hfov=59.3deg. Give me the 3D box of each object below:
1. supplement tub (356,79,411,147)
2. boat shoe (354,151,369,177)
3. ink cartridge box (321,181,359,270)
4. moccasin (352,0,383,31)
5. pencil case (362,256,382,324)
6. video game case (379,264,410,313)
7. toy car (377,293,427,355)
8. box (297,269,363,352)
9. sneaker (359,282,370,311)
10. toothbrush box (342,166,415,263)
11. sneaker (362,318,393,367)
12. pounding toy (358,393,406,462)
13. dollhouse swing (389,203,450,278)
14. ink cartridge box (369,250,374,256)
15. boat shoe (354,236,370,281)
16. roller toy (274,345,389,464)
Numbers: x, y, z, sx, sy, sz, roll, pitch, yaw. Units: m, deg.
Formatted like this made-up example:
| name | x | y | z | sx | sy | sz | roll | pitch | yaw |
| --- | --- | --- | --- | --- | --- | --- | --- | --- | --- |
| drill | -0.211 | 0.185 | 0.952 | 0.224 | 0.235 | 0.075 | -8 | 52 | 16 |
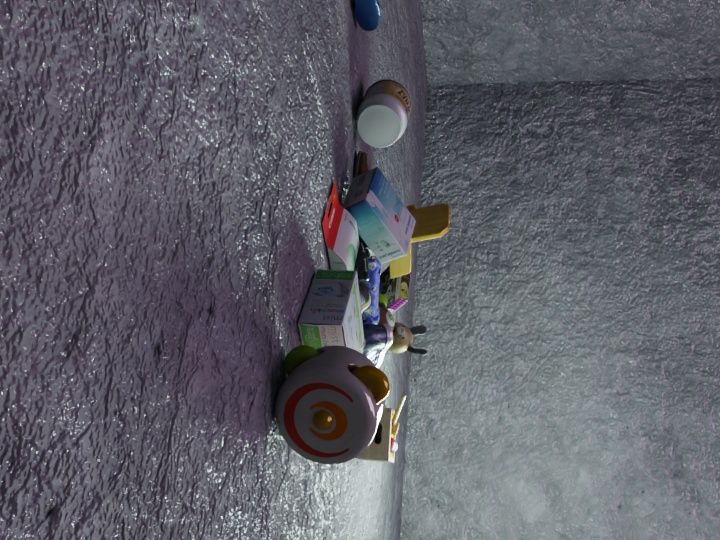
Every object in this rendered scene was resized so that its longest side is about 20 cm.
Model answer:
| name | x | y | z | sx | sy | sz | roll | pitch | yaw |
| --- | --- | --- | --- | --- | --- | --- | --- | --- | --- |
| supplement tub | 0.066 | -0.443 | 1.787 | 0.200 | 0.144 | 0.145 | -74 | 163 | -54 |
| boat shoe | 0.018 | -0.233 | 1.763 | 0.072 | 0.068 | 0.201 | 30 | 62 | -78 |
| ink cartridge box | -0.043 | -0.086 | 1.509 | 0.161 | 0.050 | 0.201 | -79 | 168 | -45 |
| moccasin | 0.016 | -0.723 | 1.650 | 0.200 | 0.080 | 0.069 | 76 | 14 | -60 |
| pencil case | 0.016 | 0.058 | 1.753 | 0.078 | 0.086 | 0.201 | -137 | -132 | -82 |
| video game case | 0.102 | 0.061 | 2.094 | 0.200 | 0.036 | 0.182 | -46 | -150 | 52 |
| toy car | 0.106 | 0.188 | 1.876 | 0.158 | 0.199 | 0.165 | 114 | -14 | -48 |
| box | -0.054 | 0.129 | 1.333 | 0.177 | 0.096 | 0.201 | -75 | 163 | -51 |
| sneaker | -0.019 | 0.066 | 1.605 | 0.200 | 0.073 | 0.081 | -69 | 155 | -66 |
| toothbrush box | 0.050 | -0.142 | 1.653 | 0.200 | 0.085 | 0.147 | 53 | 36 | -29 |
| sneaker | -0.014 | 0.198 | 1.571 | 0.200 | 0.146 | 0.081 | 118 | -40 | -51 |
| pounding toy | 0.073 | 0.492 | 1.976 | 0.184 | 0.141 | 0.201 | 64 | 29 | -70 |
| dollhouse swing | 0.187 | -0.094 | 1.962 | 0.200 | 0.175 | 0.183 | -77 | 166 | -53 |
| ink cartridge box | 0.059 | -0.151 | 1.963 | 0.148 | 0.085 | 0.201 | 32 | 61 | -78 |
| boat shoe | -0.003 | -0.039 | 1.654 | 0.076 | 0.060 | 0.201 | 90 | 2 | -46 |
| roller toy | -0.050 | 0.238 | 1.114 | 0.140 | 0.199 | 0.184 | -52 | 148 | -72 |
